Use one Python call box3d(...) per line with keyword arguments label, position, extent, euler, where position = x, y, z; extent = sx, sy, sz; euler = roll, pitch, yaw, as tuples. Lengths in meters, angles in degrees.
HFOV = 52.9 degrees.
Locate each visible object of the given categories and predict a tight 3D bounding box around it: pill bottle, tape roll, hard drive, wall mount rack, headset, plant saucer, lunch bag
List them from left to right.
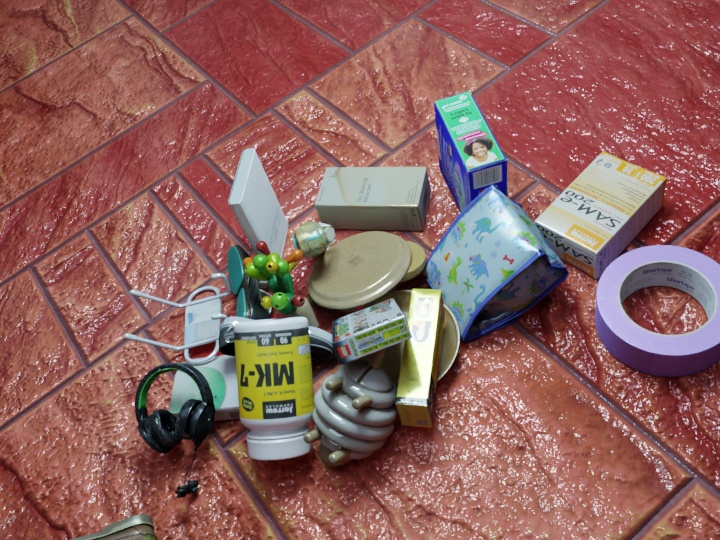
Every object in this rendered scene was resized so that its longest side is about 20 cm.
box3d(label="headset", position=(-0.285, 0.243, 1.114), extent=(0.123, 0.094, 0.201), euler=(-18, 84, 11))
box3d(label="wall mount rack", position=(-0.314, 0.078, 1.272), extent=(0.173, 0.075, 0.200), euler=(-14, 39, 0))
box3d(label="hard drive", position=(-0.180, -0.102, 1.315), extent=(0.026, 0.200, 0.132), euler=(-4, 52, 14))
box3d(label="pill bottle", position=(-0.128, 0.174, 1.088), extent=(0.114, 0.114, 0.201), euler=(-5, 88, 12))
box3d(label="plant saucer", position=(0.064, 0.123, 1.176), extent=(0.199, 0.036, 0.201), euler=(-8, 52, 10))
box3d(label="lunch bag", position=(0.207, -0.004, 1.181), extent=(0.200, 0.127, 0.170), euler=(-43, 47, 19))
box3d(label="tape roll", position=(0.460, 0.058, 1.096), extent=(0.199, 0.066, 0.201), euler=(-8, 50, 10))

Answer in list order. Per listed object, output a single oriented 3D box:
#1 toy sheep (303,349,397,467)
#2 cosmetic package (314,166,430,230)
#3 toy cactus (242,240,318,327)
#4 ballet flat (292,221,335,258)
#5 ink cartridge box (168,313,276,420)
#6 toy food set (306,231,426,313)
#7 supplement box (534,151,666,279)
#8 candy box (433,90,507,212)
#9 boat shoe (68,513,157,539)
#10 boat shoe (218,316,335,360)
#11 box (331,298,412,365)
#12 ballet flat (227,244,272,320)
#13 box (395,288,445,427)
box3d(label="toy sheep", position=(-0.008, 0.201, 1.057), extent=(0.138, 0.138, 0.201), euler=(39, 112, 36))
box3d(label="cosmetic package", position=(0.026, -0.137, 1.368), extent=(0.199, 0.073, 0.104), euler=(2, 54, 16))
box3d(label="toy cactus", position=(-0.120, 0.031, 1.211), extent=(0.102, 0.165, 0.200), euler=(-37, 25, -6))
box3d(label="ballet flat", position=(-0.076, -0.058, 1.282), extent=(0.070, 0.200, 0.071), euler=(0, 95, 1))
box3d(label="ink cartridge box", position=(-0.228, 0.156, 1.227), extent=(0.160, 0.050, 0.201), euler=(-8, 53, 10))
box3d(label="toy food set", position=(0.000, 0.000, 1.259), extent=(0.198, 0.049, 0.200), euler=(19, 55, 45))
box3d(label="supplement box", position=(0.406, -0.098, 1.227), extent=(0.126, 0.074, 0.200), euler=(33, 68, 34))
box3d(label="candy box", position=(0.197, -0.190, 1.297), extent=(0.077, 0.169, 0.201), euler=(-17, 50, -2))
box3d(label="boat shoe", position=(-0.391, 0.425, 1.044), extent=(0.199, 0.072, 0.068), euler=(-26, 49, -5))
box3d(label="boat shoe", position=(-0.134, 0.126, 1.175), extent=(0.199, 0.070, 0.066), euler=(14, 46, -9))
box3d(label="box", position=(0.013, 0.087, 1.088), extent=(0.110, 0.035, 0.200), euler=(-21, 5, 0))
box3d(label="ballet flat", position=(-0.196, 0.037, 1.298), extent=(0.068, 0.068, 0.201), euler=(11, 42, -28))
box3d(label="box", position=(0.093, 0.129, 1.094), extent=(0.050, 0.075, 0.201), euler=(1, 53, 14))
